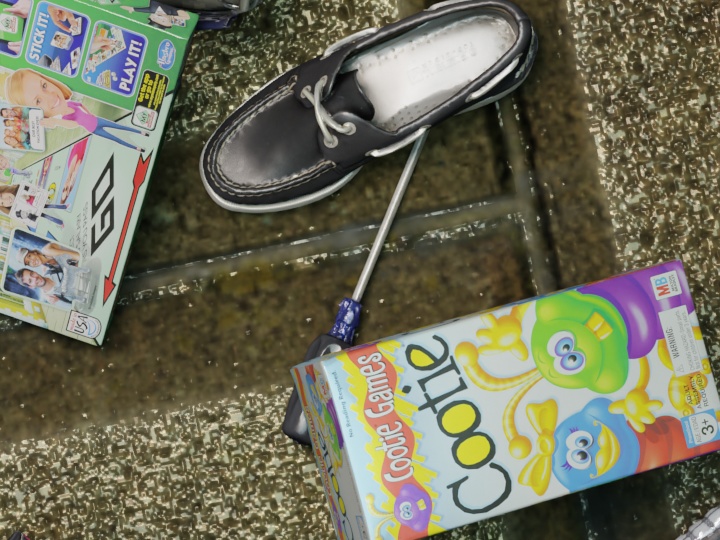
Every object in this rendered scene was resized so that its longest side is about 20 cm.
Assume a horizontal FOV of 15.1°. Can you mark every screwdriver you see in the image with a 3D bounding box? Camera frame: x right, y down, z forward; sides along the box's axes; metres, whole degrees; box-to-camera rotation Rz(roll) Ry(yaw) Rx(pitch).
[{"bbox_3d":[0.000,0.000,1.492,0.029,0.028,0.201,21,85,-29],"label":"screwdriver"}]

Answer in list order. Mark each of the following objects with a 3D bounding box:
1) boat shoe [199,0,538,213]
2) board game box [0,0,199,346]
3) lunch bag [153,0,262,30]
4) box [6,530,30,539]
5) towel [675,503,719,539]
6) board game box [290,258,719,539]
[{"bbox_3d":[0.003,-0.092,1.474,0.199,0.060,0.074,-21,82,-1],"label":"boat shoe"},{"bbox_3d":[-0.174,-0.066,1.432,0.134,0.029,0.201,18,123,-1],"label":"board game box"},{"bbox_3d":[-0.109,-0.237,1.421,0.166,0.140,0.201,11,65,4],"label":"lunch bag"},{"bbox_3d":[-0.211,0.251,1.433,0.200,0.106,0.122,-45,91,-4],"label":"box"},{"bbox_3d":[0.239,0.218,1.459,0.165,0.086,0.201,-37,89,-4],"label":"towel"},{"bbox_3d":[0.077,0.072,1.437,0.198,0.103,0.106,-16,89,-11],"label":"board game box"}]
